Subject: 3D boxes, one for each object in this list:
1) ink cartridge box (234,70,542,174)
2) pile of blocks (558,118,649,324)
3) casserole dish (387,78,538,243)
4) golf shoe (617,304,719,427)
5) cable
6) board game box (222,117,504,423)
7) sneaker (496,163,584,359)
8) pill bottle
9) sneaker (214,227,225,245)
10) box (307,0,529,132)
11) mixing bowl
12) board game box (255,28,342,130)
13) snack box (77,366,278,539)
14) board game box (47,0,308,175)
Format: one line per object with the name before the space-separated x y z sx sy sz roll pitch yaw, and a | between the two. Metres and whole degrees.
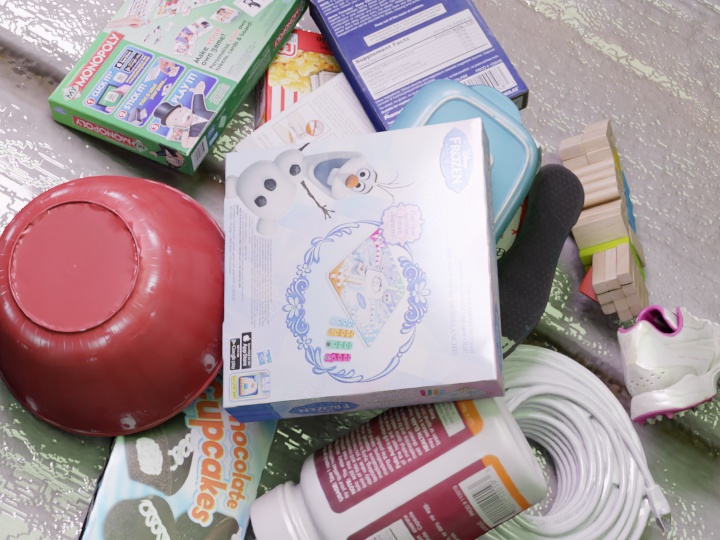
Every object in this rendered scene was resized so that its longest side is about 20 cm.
ink cartridge box | 0.023 -0.091 1.310 0.199 0.047 0.160 -35 66 -11
pile of blocks | 0.208 -0.038 1.426 0.062 0.082 0.202 -16 56 19
casserole dish | 0.060 -0.055 1.236 0.121 0.039 0.201 34 84 -7
golf shoe | 0.282 0.064 1.362 0.199 0.075 0.092 -18 85 -52
cable | 0.136 0.160 1.297 0.198 0.069 0.202 -7 70 -22
board game box | 0.000 0.000 1.165 0.197 0.043 0.202 -7 67 14
sneaker | 0.114 0.012 1.331 0.067 0.108 0.202 33 63 -5
pill bottle | 0.027 0.164 1.183 0.199 0.114 0.115 -30 78 6
sneaker | -0.065 0.025 1.254 0.199 0.089 0.079 33 93 16
box | 0.038 -0.191 1.315 0.120 0.032 0.201 -24 65 -9
mixing bowl | -0.192 0.012 1.169 0.197 0.108 0.203 -2 74 6
board game box | -0.014 -0.099 1.364 0.150 0.046 0.202 7 65 -17
snack box | -0.132 0.145 1.218 0.115 0.037 0.202 21 62 -11
board game box | -0.147 -0.180 1.331 0.133 0.029 0.201 21 59 18
